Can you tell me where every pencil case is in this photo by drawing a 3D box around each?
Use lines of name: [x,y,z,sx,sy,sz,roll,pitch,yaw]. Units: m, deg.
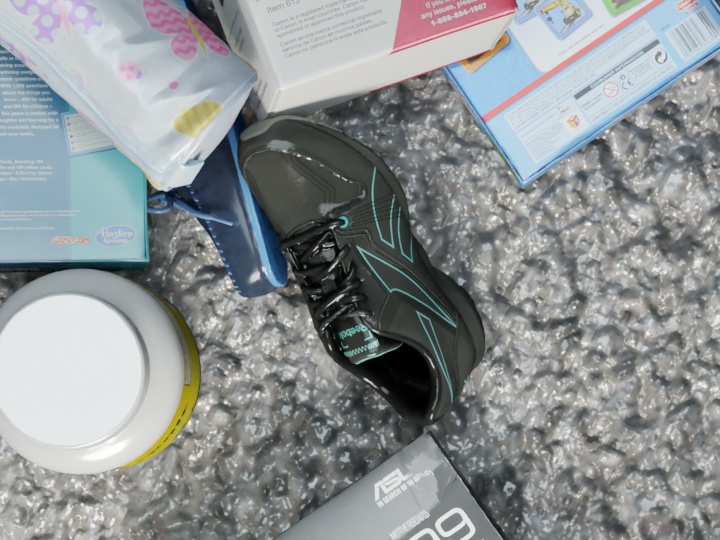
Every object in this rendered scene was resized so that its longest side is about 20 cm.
pencil case: [-0.149,-0.131,1.574,0.200,0.091,0.083,39,124,-3]

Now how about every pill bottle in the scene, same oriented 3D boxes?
pill bottle: [-0.148,0.055,1.620,0.111,0.200,0.112,0,87,2]

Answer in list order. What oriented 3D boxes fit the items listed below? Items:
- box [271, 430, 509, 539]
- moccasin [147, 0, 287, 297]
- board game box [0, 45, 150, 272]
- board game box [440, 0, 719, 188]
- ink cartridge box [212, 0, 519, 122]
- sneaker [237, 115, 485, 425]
box: [0.003,0.210,1.684,0.200,0.050,0.158,-34,87,0]
moccasin: [-0.100,-0.071,1.696,0.068,0.080,0.200,-23,73,5]
board game box: [-0.193,-0.100,1.636,0.151,0.047,0.200,0,83,-7]
board game box: [0.098,-0.172,1.707,0.151,0.037,0.200,-34,87,0]
ink cartridge box: [-0.020,-0.201,1.640,0.145,0.084,0.200,-20,81,-12]
sneaker: [0.000,0.000,1.642,0.075,0.079,0.200,-26,116,34]
